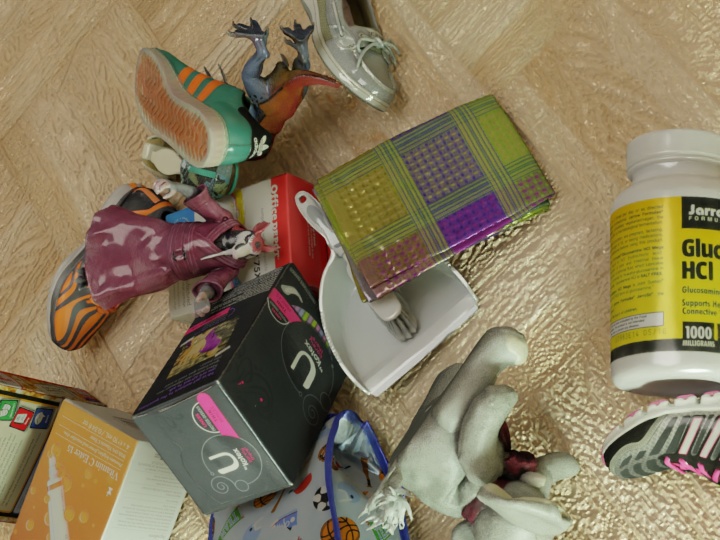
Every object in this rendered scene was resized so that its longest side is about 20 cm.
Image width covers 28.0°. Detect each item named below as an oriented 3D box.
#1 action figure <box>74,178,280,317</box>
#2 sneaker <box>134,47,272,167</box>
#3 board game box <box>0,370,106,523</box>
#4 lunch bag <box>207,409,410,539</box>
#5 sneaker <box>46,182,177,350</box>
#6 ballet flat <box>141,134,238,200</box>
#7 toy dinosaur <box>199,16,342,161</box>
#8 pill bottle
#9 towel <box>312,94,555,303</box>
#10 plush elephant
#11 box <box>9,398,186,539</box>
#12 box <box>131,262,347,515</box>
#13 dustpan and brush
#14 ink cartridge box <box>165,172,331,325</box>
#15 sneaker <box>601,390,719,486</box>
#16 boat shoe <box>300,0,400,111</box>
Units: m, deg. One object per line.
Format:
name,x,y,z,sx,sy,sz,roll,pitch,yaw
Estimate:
action figure,-0.169,-0.012,1.400,0.199,0.149,0.134,-5,81,15
sneaker,-0.157,-0.158,1.412,0.200,0.080,0.072,48,130,43
board game box,-0.377,0.184,1.501,0.046,0.200,0.152,27,93,38
lunch bag,-0.046,0.243,1.290,0.170,0.124,0.200,-37,44,24
sneaker,-0.257,0.009,1.542,0.112,0.077,0.200,30,95,39
ballet flat,-0.189,-0.117,1.490,0.200,0.074,0.074,18,87,63
toy dinosaur,-0.101,-0.163,1.437,0.200,0.105,0.182,-115,25,-46
pill bottle,0.256,-0.005,1.152,0.112,0.112,0.201,-8,73,34
towel,0.063,-0.069,1.330,0.200,0.023,0.144,-29,61,2
plush elephant,0.111,0.170,1.195,0.200,0.155,0.165,-55,1,-30
box,-0.267,0.250,1.467,0.124,0.097,0.201,20,89,38
box,-0.101,0.104,1.313,0.106,0.122,0.200,-23,22,29
dustpan and brush,0.000,0.000,1.354,0.140,0.057,0.200,-41,56,5
ink cartridge box,-0.098,-0.022,1.441,0.200,0.067,0.117,-18,67,31
sneaker,0.281,0.143,1.114,0.199,0.074,0.088,-17,61,26
boat shoe,-0.007,-0.245,1.439,0.065,0.074,0.202,-39,51,26
